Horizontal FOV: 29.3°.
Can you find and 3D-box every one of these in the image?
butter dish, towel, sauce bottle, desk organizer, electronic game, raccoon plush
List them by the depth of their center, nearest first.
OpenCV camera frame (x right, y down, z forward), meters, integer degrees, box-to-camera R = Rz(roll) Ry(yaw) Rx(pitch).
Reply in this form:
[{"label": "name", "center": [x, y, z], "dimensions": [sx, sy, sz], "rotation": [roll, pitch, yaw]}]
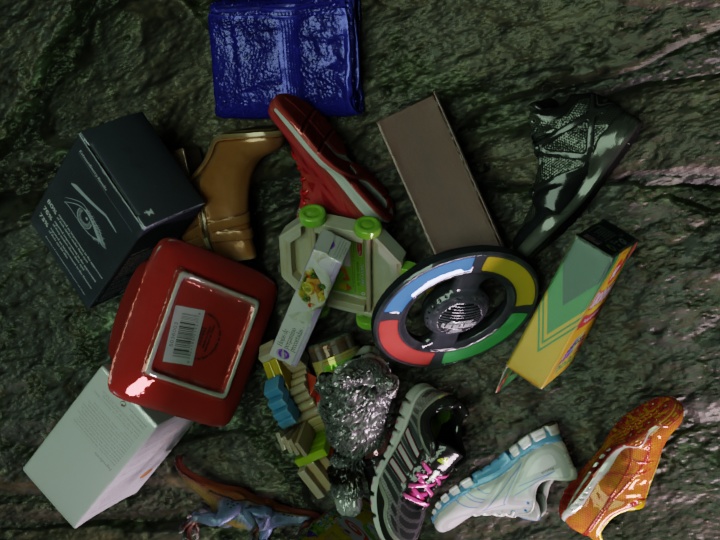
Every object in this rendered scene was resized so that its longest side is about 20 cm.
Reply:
[{"label": "electronic game", "center": [0.107, 0.043, 1.555], "dimensions": [0.199, 0.199, 0.042], "rotation": [-39, 48, 24]}, {"label": "desk organizer", "center": [0.092, -0.093, 1.580], "dimensions": [0.076, 0.072, 0.202], "rotation": [-24, 89, 2]}, {"label": "raccoon plush", "center": [0.008, 0.185, 1.586], "dimensions": [0.095, 0.134, 0.203], "rotation": [-10, 89, -9]}, {"label": "towel", "center": [-0.093, -0.258, 1.659], "dimensions": [0.197, 0.049, 0.150], "rotation": [1, 98, 24]}, {"label": "sauce bottle", "center": [-0.002, 0.176, 1.686], "dimensions": [0.064, 0.065, 0.202], "rotation": [-22, 91, 25]}, {"label": "butter dish", "center": [-0.233, 0.068, 1.710], "dimensions": [0.147, 0.198, 0.202], "rotation": [16, 84, 49]}]

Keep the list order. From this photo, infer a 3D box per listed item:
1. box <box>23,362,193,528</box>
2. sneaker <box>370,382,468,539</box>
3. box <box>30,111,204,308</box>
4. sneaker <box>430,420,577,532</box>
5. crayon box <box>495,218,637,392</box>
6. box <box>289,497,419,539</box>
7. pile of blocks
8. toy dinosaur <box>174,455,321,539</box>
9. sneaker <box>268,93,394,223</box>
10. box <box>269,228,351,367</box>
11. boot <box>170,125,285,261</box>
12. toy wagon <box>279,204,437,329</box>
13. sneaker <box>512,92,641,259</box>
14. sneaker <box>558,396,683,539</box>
[{"label": "box", "center": [-0.310, 0.209, 1.778], "dimensions": [0.106, 0.152, 0.200], "rotation": [45, 113, 10]}, {"label": "sneaker", "center": [0.075, 0.227, 1.606], "dimensions": [0.087, 0.073, 0.202], "rotation": [-6, 61, 50]}, {"label": "box", "center": [-0.306, -0.073, 1.716], "dimensions": [0.149, 0.104, 0.200], "rotation": [55, 136, 9]}, {"label": "sneaker", "center": [0.169, 0.264, 1.612], "dimensions": [0.200, 0.075, 0.087], "rotation": [-40, 73, 25]}, {"label": "crayon box", "center": [0.228, 0.049, 1.528], "dimensions": [0.050, 0.127, 0.202], "rotation": [32, 111, 15]}, {"label": "box", "center": [0.008, 0.394, 1.647], "dimensions": [0.199, 0.192, 0.123], "rotation": [35, 110, 15]}, {"label": "pile of blocks", "center": [-0.066, 0.176, 1.703], "dimensions": [0.062, 0.082, 0.202], "rotation": [-26, 88, 25]}, {"label": "toy dinosaur", "center": [-0.140, 0.308, 1.760], "dimensions": [0.179, 0.105, 0.203], "rotation": [-17, 79, 5]}, {"label": "sneaker", "center": [-0.063, -0.105, 1.638], "dimensions": [0.115, 0.078, 0.200], "rotation": [-37, 100, 27]}, {"label": "box", "center": [-0.061, 0.035, 1.636], "dimensions": [0.038, 0.042, 0.201], "rotation": [25, 136, 0]}, {"label": "boot", "center": [-0.153, -0.090, 1.705], "dimensions": [0.198, 0.073, 0.157], "rotation": [-15, 93, 36]}, {"label": "toy wagon", "center": [0.000, 0.000, 1.635], "dimensions": [0.197, 0.040, 0.157], "rotation": [12, 133, 14]}, {"label": "sneaker", "center": [0.213, -0.114, 1.536], "dimensions": [0.114, 0.076, 0.201], "rotation": [38, 109, 15]}, {"label": "sneaker", "center": [0.307, 0.222, 1.565], "dimensions": [0.077, 0.073, 0.201], "rotation": [32, 117, -5]}]
